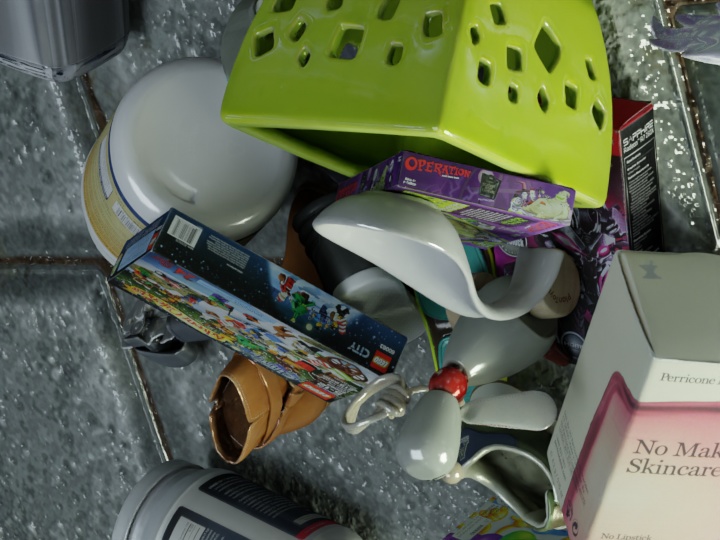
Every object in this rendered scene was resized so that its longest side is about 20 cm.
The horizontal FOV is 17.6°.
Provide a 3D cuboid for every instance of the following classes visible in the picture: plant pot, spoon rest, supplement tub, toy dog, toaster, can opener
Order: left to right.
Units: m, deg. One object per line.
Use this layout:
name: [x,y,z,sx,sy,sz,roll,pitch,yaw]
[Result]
toaster: [-0.260,-0.238,1.874,0.199,0.113,0.130,23,132,33]
supplement tub: [-0.139,-0.071,1.809,0.145,0.144,0.200,55,159,1]
can opener: [-0.129,0.044,1.985,0.199,0.054,0.067,-8,141,44]
supplement tub: [-0.103,0.256,2.011,0.199,0.140,0.141,22,128,32]
plant pot: [0.052,-0.156,1.555,0.198,0.199,0.183,7,83,40]
spoon rest: [0.053,-0.007,1.530,0.099,0.199,0.061,4,81,47]
toy dog: [0.093,0.078,1.633,0.096,0.200,0.132,49,162,-23]

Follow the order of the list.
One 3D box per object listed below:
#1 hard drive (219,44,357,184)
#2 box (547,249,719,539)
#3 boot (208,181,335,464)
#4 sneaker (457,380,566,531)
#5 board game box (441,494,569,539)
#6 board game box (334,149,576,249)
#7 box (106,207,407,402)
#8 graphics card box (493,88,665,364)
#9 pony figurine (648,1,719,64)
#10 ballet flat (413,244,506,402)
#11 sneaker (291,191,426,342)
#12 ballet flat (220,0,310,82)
hard drive: [-0.011,-0.139,1.754,0.200,0.042,0.135,43,136,14]
box: [0.219,0.097,1.601,0.109,0.127,0.201,-102,19,-47]
boot: [-0.061,0.045,1.830,0.073,0.154,0.202,16,125,35]
sneaker: [0.154,0.167,1.717,0.199,0.090,0.067,32,132,-1]
board game box: [0.166,0.258,1.791,0.199,0.103,0.106,13,123,37]
board game box: [0.059,-0.045,1.569,0.119,0.033,0.200,17,172,-11]
box: [-0.078,0.029,1.714,0.199,0.038,0.136,29,162,-13]
graphics card box: [0.154,-0.029,1.666,0.125,0.051,0.202,13,124,36]
pony figurine: [0.290,-0.170,1.398,0.192,0.166,0.202,17,110,26]
ballet flat: [0.080,0.030,1.756,0.066,0.067,0.201,4,123,20]
sneaker: [0.000,0.000,1.783,0.200,0.070,0.100,66,-178,-70]
ballet flat: [-0.043,-0.194,1.639,0.067,0.200,0.064,30,130,0]
